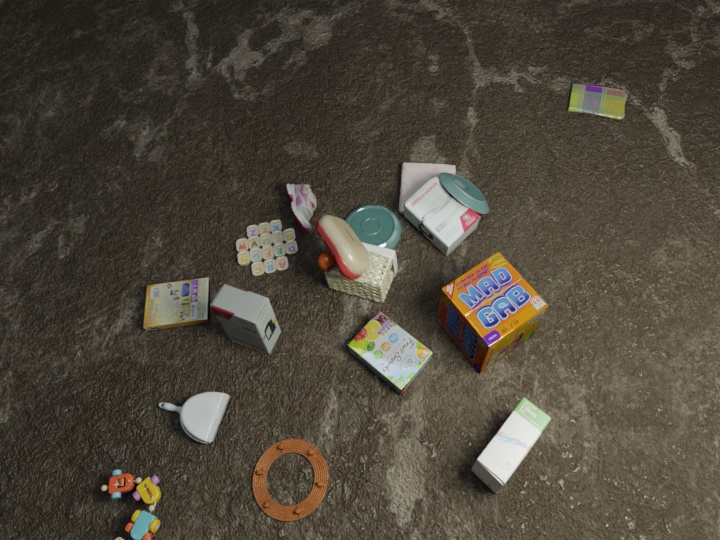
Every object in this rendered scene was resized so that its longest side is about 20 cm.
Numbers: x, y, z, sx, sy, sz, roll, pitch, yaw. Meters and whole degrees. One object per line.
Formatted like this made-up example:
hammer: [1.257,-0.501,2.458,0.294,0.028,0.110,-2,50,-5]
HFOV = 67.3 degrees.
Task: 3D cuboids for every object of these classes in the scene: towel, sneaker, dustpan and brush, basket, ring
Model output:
towel: [0.227,-0.274,1.821,0.188,0.032,0.202,3,62,5]
sneaker: [-0.185,-0.218,1.794,0.087,0.082,0.202,-16,61,-3]
dustpan and brush: [-0.472,0.390,1.496,0.197,0.057,0.141,14,61,5]
towel: [0.864,-0.613,1.967,0.197,0.023,0.145,13,63,13]
basket: [0.000,0.000,1.625,0.197,0.136,0.125,14,64,13]
ring: [-0.182,0.538,1.400,0.197,0.019,0.203,-2,60,4]

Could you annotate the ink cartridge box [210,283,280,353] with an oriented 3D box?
ink cartridge box: [-0.320,0.139,1.535,0.144,0.201,0.083,17,60,14]

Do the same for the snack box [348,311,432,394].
snack box: [0.083,0.230,1.533,0.199,0.053,0.142,37,70,22]

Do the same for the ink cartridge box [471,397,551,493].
ink cartridge box: [0.370,0.434,1.340,0.084,0.145,0.200,37,70,23]

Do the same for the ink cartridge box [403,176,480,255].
ink cartridge box: [0.253,-0.172,1.708,0.145,0.084,0.200,-41,73,-10]

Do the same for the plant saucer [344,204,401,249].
plant saucer: [0.035,-0.138,1.763,0.197,0.028,0.202,-2,60,4]

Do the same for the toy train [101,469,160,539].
toy train: [-0.576,0.603,1.378,0.148,0.056,0.202,-17,57,-3]

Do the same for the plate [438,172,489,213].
plate: [0.338,-0.256,1.732,0.198,0.026,0.201,27,32,-18]

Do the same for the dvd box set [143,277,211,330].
dvd box set: [-0.563,0.103,1.671,0.197,0.030,0.148,-8,61,-1]

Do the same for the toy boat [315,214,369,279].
toy boat: [-0.069,-0.051,1.536,0.131,0.130,0.201,-45,63,21]

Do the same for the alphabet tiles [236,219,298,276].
alphabet tiles: [-0.305,-0.078,1.763,0.197,0.015,0.198,-12,60,-3]

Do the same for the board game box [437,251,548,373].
board game box: [0.353,0.119,1.489,0.198,0.201,0.201,-31,63,-13]
